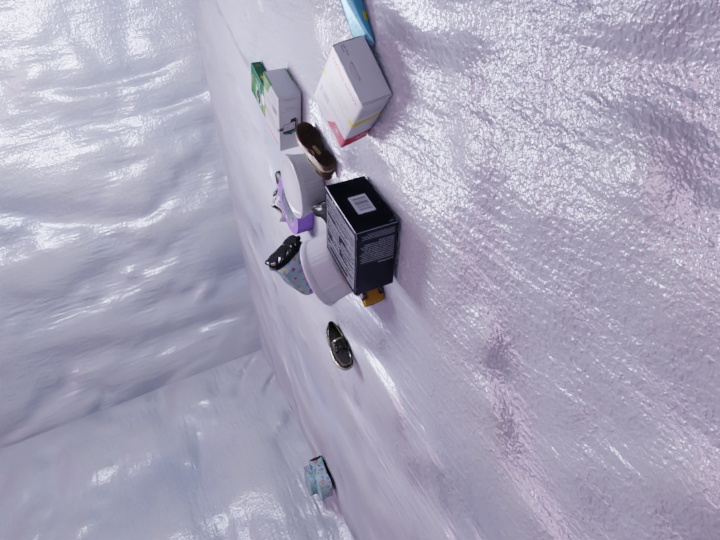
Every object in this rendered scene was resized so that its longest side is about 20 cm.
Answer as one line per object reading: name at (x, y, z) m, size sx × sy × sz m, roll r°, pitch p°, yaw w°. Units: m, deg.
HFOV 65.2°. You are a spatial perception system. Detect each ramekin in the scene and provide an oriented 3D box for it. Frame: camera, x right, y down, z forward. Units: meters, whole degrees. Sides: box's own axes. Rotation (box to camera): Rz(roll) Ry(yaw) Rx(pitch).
ramekin at (-0.182, -0.278, 1.805) m, size 0.204 × 0.092 × 0.207 m, roll 53°, pitch 152°, yaw 43°
ramekin at (-0.085, -0.011, 1.637) m, size 0.202 × 0.095 × 0.204 m, roll 55°, pitch -159°, yaw -32°

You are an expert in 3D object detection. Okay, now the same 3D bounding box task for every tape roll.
tape roll at (-0.234, -0.238, 2.030) m, size 0.201 × 0.064 × 0.205 m, roll 53°, pitch 152°, yaw 43°

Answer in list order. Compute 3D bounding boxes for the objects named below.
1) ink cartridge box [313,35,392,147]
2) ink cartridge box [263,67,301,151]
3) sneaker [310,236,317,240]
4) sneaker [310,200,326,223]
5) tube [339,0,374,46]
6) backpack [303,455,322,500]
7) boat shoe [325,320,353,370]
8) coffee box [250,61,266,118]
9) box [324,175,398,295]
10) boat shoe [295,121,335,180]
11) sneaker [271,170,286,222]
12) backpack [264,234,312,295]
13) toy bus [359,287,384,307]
ink cartridge box at (-0.021, -0.392, 1.251) m, size 0.149 × 0.082 × 0.200 m, roll 63°, pitch 160°, yaw 4°
ink cartridge box at (-0.250, -0.515, 1.809) m, size 0.203 × 0.082 × 0.148 m, roll 98°, pitch 149°, yaw -51°
sneaker at (-0.129, -0.030, 1.892) m, size 0.202 × 0.074 × 0.079 m, roll 55°, pitch 159°, yaw 39°
sneaker at (-0.092, -0.167, 1.689) m, size 0.093 × 0.074 × 0.199 m, roll 68°, pitch 164°, yaw -9°
tube at (-0.021, -0.570, 1.183) m, size 0.077 × 0.049 × 0.206 m, roll 19°, pitch 130°, yaw 69°
backpack at (-0.227, 1.149, 3.086) m, size 0.201 × 0.147 × 0.182 m, roll 48°, pitch 149°, yaw 40°
boat shoe at (-0.082, 0.267, 2.023) m, size 0.067 × 0.070 × 0.203 m, roll 84°, pitch 163°, yaw -44°
coffee box at (-0.345, -0.640, 2.028) m, size 0.125 × 0.043 × 0.203 m, roll 101°, pitch 146°, yaw -53°
box at (-0.001, -0.090, 1.414) m, size 0.203 × 0.120 × 0.202 m, roll 93°, pitch 154°, yaw -44°
boat shoe at (-0.137, -0.346, 1.657) m, size 0.076 × 0.073 × 0.206 m, roll 92°, pitch 154°, yaw -57°
sneaker at (-0.310, -0.285, 2.173) m, size 0.074 × 0.086 × 0.206 m, roll 139°, pitch 113°, yaw -71°
backpack at (-0.230, -0.005, 2.059) m, size 0.201 × 0.166 × 0.127 m, roll 50°, pitch 178°, yaw -31°
toy bus at (0.000, 0.000, 1.574) m, size 0.078 × 0.063 × 0.206 m, roll 134°, pitch 117°, yaw -69°
